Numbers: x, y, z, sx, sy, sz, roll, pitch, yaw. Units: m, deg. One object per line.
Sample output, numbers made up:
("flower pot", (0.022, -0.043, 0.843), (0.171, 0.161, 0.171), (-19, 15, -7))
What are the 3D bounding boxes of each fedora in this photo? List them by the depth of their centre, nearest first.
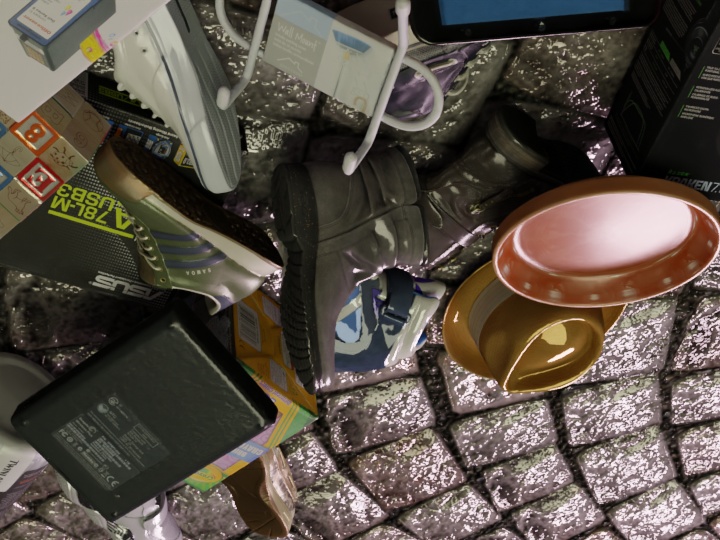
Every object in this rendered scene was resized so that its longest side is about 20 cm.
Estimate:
("fedora", (0.179, 0.061, 1.196), (0.198, 0.082, 0.202), (-5, 134, -5))

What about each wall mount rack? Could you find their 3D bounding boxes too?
("wall mount rack", (-0.029, -0.168, 0.884), (0.198, 0.075, 0.175), (28, 135, 6))

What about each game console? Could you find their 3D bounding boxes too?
("game console", (0.132, -0.262, 0.836), (0.197, 0.120, 0.173), (-8, 154, -13))

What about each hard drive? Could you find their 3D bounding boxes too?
("hard drive", (-0.191, 0.128, 1.064), (0.199, 0.033, 0.140), (-32, 111, 21))

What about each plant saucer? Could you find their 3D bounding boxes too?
("plant saucer", (0.213, -0.027, 1.054), (0.197, 0.033, 0.201), (-1, 151, -1))

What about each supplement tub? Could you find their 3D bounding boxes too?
("supplement tub", (-0.380, 0.183, 1.182), (0.122, 0.123, 0.200), (25, 124, -30))

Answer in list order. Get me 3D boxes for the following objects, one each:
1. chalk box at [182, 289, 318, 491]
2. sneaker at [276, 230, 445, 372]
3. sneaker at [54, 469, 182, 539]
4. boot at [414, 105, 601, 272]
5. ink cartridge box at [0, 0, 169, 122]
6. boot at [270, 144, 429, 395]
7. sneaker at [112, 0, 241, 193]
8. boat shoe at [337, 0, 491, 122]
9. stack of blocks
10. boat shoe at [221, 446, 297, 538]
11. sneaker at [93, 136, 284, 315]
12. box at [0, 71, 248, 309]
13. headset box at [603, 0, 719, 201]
("chalk box", (-0.156, 0.119, 1.162), (0.199, 0.125, 0.124), (-34, 130, 22))
("sneaker", (0.004, -0.001, 1.103), (0.145, 0.081, 0.202), (-10, 116, -10))
("sneaker", (-0.226, 0.238, 1.293), (0.114, 0.076, 0.200), (-25, 129, 17))
("boot", (0.121, -0.053, 1.101), (0.199, 0.070, 0.174), (33, 126, -29))
("ink cartridge box", (-0.194, -0.220, 0.818), (0.199, 0.146, 0.087), (-32, 132, 19))
("boot", (0.000, 0.000, 1.017), (0.130, 0.070, 0.203), (-7, 102, -22))
("sneaker", (-0.151, -0.151, 0.938), (0.070, 0.073, 0.202), (-10, 115, 19))
("boat shoe", (0.075, -0.185, 0.960), (0.198, 0.075, 0.093), (-14, 139, 15))
("stack of blocks", (-0.301, -0.133, 0.900), (0.115, 0.059, 0.200), (-33, 113, 27))
("boat shoe", (-0.116, 0.208, 1.307), (0.072, 0.063, 0.201), (6, 135, 20))
("sneaker", (-0.158, -0.024, 0.999), (0.090, 0.067, 0.200), (-41, 133, 16))
("box", (-0.222, -0.068, 1.026), (0.198, 0.048, 0.194), (17, 124, -24))
("headset box", (0.327, -0.163, 1.005), (0.172, 0.093, 0.201), (7, 131, -17))
